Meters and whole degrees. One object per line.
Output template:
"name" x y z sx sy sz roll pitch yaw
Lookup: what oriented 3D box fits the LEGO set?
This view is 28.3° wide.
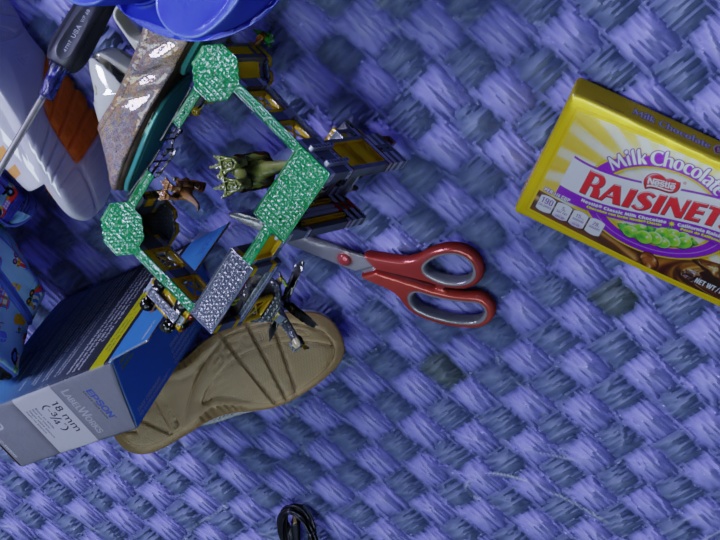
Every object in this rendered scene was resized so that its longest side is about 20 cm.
"LEGO set" -0.066 -0.054 0.952 0.154 0.116 0.200 37 115 21

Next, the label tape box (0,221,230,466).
"label tape box" -0.176 0.058 1.064 0.200 0.144 0.063 -21 116 36

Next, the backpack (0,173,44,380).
"backpack" -0.311 -0.017 1.048 0.200 0.135 0.182 47 160 -29

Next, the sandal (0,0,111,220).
"sandal" -0.247 -0.124 0.996 0.059 0.079 0.207 -22 108 31

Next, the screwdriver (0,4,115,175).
"screwdriver" -0.216 -0.100 0.950 0.029 0.200 0.028 25 -178 -30

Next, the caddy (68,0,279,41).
"caddy" -0.099 -0.227 0.816 0.141 0.105 0.200 19 112 8

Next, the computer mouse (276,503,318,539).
"computer mouse" -0.057 0.280 1.278 0.059 0.034 0.200 27 130 24

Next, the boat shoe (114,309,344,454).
"boat shoe" -0.100 0.077 1.104 0.200 0.069 0.071 -22 95 16

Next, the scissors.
"scissors" 0.000 0.000 1.026 0.200 0.014 0.073 8 132 16

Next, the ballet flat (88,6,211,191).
"ballet flat" -0.139 -0.141 0.944 0.067 0.068 0.200 34 123 0

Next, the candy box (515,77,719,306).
"candy box" 0.206 -0.037 0.895 0.200 0.026 0.102 25 130 3
